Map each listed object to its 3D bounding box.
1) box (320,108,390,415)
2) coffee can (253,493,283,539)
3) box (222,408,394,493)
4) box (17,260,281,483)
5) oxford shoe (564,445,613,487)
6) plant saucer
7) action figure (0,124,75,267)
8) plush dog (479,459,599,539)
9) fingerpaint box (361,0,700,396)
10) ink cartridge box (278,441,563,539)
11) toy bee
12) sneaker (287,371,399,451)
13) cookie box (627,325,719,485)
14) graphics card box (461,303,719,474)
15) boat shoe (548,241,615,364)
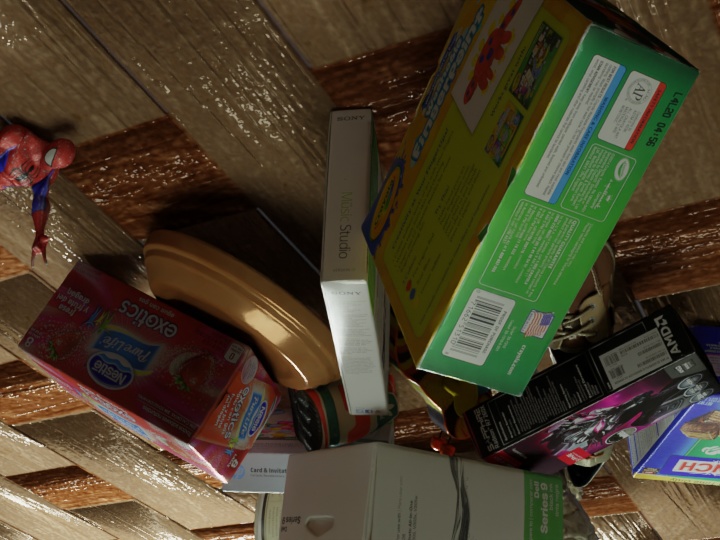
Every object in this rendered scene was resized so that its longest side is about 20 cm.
[{"bbox_3d":[0.000,0.000,0.838,0.036,0.146,0.201,-1,147,4],"label":"box"},{"bbox_3d":[-0.007,0.301,1.309,0.196,0.149,0.147,-8,146,18],"label":"coffee can"},{"bbox_3d":[-0.045,0.177,1.117,0.153,0.042,0.200,1,-176,4],"label":"box"},{"bbox_3d":[-0.179,0.086,0.960,0.198,0.096,0.100,24,160,25],"label":"box"},{"bbox_3d":[0.236,0.153,1.120,0.069,0.075,0.201,0,147,6],"label":"oxford shoe"},{"bbox_3d":[-0.101,0.040,0.928,0.198,0.038,0.201,29,161,11],"label":"plant saucer"},{"bbox_3d":[-0.297,-0.047,0.844,0.197,0.100,0.065,-15,145,23],"label":"action figure"},{"bbox_3d":[0.145,0.257,1.212,0.171,0.200,0.161,-36,104,13],"label":"plush dog"},{"bbox_3d":[0.084,-0.062,0.639,0.072,0.167,0.202,16,113,-20],"label":"fingerpaint box"},{"bbox_3d":[0.051,0.204,0.938,0.197,0.086,0.145,16,159,-31],"label":"ink cartridge box"},{"bbox_3d":[0.085,0.111,1.017,0.198,0.110,0.131,33,178,-8],"label":"toy bee"},{"bbox_3d":[-0.016,0.119,1.039,0.092,0.072,0.200,-10,-175,-9],"label":"sneaker"},{"bbox_3d":[0.368,0.138,1.081,0.168,0.076,0.201,5,148,-4],"label":"cookie box"},{"bbox_3d":[0.199,0.111,0.953,0.198,0.051,0.125,-30,149,15],"label":"graphics card box"},{"bbox_3d":[0.182,0.032,0.937,0.074,0.073,0.201,-8,146,18],"label":"boat shoe"}]
